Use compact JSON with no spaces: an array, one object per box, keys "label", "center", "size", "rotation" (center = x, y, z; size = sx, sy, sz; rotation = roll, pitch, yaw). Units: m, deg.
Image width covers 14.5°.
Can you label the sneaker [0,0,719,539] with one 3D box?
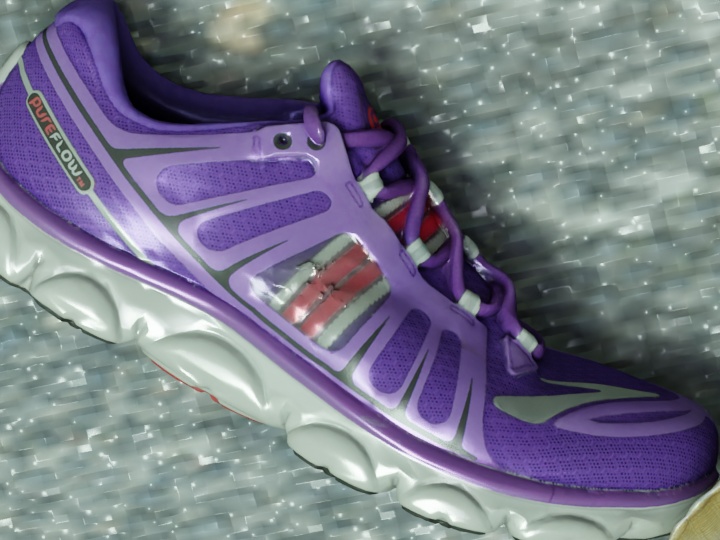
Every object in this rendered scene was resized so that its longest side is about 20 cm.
[{"label":"sneaker","center":[0.000,0.000,0.670],"size":[0.199,0.081,0.084],"rotation":[28,101,0]}]

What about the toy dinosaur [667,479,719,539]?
[{"label":"toy dinosaur","center":[0.082,0.077,0.657],"size":[0.200,0.101,0.058],"rotation":[-36,58,-13]}]
